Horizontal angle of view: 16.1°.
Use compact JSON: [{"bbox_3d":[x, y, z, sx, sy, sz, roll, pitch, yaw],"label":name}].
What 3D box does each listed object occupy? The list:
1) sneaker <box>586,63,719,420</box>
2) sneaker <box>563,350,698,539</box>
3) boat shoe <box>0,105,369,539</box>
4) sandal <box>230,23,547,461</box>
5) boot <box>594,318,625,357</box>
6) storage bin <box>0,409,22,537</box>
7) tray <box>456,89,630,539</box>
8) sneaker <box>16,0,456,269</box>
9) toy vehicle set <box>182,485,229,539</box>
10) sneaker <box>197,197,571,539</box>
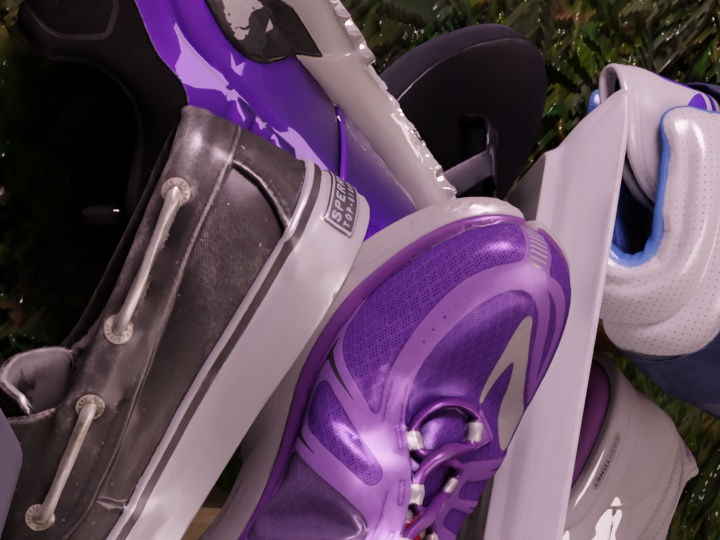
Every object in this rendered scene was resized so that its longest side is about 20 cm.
[{"bbox_3d":[0.150,-0.047,0.866,0.146,0.080,0.201,37,78,-30],"label":"sneaker"},{"bbox_3d":[0.063,0.134,0.932,0.099,0.075,0.201,34,84,-43],"label":"sneaker"},{"bbox_3d":[-0.075,0.047,0.689,0.063,0.071,0.201,29,103,-15],"label":"boat shoe"},{"bbox_3d":[0.000,0.001,0.815,0.200,0.043,0.076,-47,140,-24],"label":"sandal"},{"bbox_3d":[0.143,-0.038,0.950,0.199,0.073,0.157,9,97,-42],"label":"boot"},{"bbox_3d":[-0.163,0.046,0.578,0.201,0.144,0.135,70,28,-44],"label":"storage bin"},{"bbox_3d":[0.049,0.049,0.801,0.107,0.022,0.201,122,-21,-77],"label":"tray"},{"bbox_3d":[-0.032,-0.023,0.731,0.099,0.070,0.201,-32,122,-1],"label":"sneaker"},{"bbox_3d":[-0.112,0.158,0.780,0.124,0.026,0.201,11,101,-53],"label":"toy vehicle set"},{"bbox_3d":[0.004,0.076,0.697,0.080,0.083,0.201,31,90,-32],"label":"sneaker"}]
